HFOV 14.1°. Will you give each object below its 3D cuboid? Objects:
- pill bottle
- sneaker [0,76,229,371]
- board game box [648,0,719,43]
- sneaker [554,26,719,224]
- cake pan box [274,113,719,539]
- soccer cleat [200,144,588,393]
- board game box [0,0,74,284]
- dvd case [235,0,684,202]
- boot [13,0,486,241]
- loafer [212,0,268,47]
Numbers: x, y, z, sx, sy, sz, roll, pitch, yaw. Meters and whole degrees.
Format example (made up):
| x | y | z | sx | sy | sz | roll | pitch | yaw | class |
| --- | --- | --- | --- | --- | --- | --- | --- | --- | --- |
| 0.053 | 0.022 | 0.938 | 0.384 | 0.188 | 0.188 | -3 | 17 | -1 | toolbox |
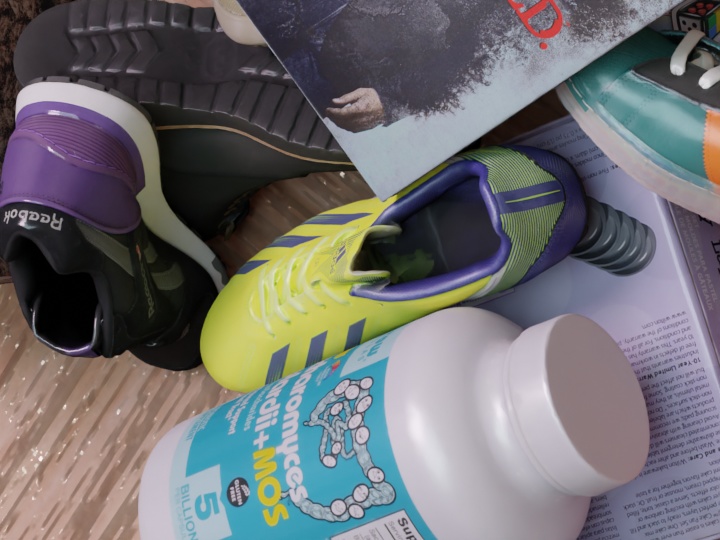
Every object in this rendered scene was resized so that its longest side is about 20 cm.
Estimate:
| x | y | z | sx | sy | sz | roll | pitch | yaw | class |
| --- | --- | --- | --- | --- | --- | --- | --- | --- | --- |
| 0.015 | 0.083 | 1.170 | 0.200 | 0.111 | 0.111 | -25 | 82 | 32 | pill bottle |
| -0.114 | 0.007 | 1.237 | 0.076 | 0.200 | 0.088 | 6 | 62 | 18 | sneaker |
| 0.092 | -0.152 | 1.214 | 0.200 | 0.035 | 0.126 | 11 | 76 | 24 | board game box |
| 0.168 | -0.052 | 1.125 | 0.200 | 0.071 | 0.080 | 35 | 125 | 3 | sneaker |
| 0.070 | 0.043 | 1.225 | 0.200 | 0.052 | 0.184 | -23 | 80 | 32 | cake pan box |
| 0.000 | -0.001 | 1.187 | 0.200 | 0.084 | 0.065 | -25 | 81 | 34 | soccer cleat |
| -0.208 | -0.070 | 1.274 | 0.097 | 0.200 | 0.160 | -7 | 89 | 23 | board game box |
| 0.042 | -0.134 | 1.101 | 0.200 | 0.022 | 0.146 | -33 | 96 | 27 | dvd case |
| -0.038 | -0.053 | 1.260 | 0.200 | 0.138 | 0.078 | 10 | 60 | 13 | boot |
| -0.052 | -0.169 | 1.229 | 0.076 | 0.200 | 0.068 | -18 | 127 | -10 | loafer |
